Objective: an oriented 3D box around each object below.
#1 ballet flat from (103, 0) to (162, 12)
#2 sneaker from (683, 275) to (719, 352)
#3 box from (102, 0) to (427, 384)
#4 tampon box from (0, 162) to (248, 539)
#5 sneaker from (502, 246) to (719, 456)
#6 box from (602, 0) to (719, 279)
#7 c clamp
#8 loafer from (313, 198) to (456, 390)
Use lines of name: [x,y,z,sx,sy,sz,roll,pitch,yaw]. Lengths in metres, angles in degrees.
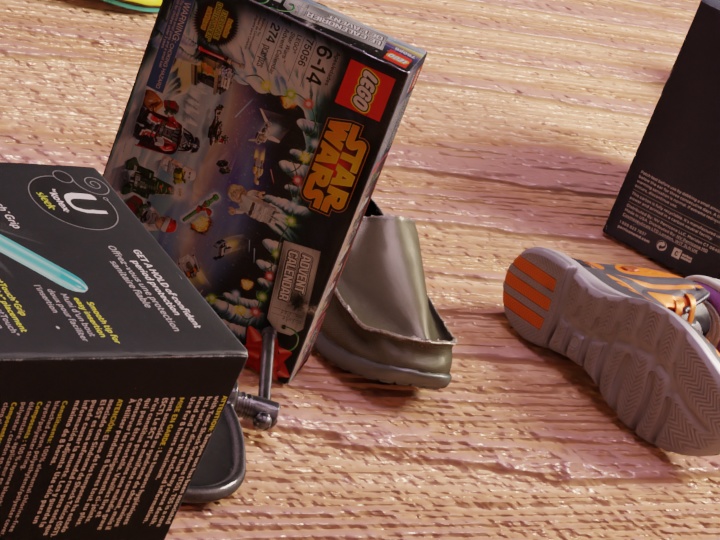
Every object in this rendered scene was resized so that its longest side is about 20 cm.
ballet flat: [-0.201,-0.224,1.933,0.200,0.067,0.067,6,26,-37]
sneaker: [0.283,0.060,1.727,0.100,0.075,0.200,0,31,-42]
box: [-0.063,-0.054,1.482,0.137,0.200,0.040,24,27,7]
tampon box: [-0.183,0.042,1.215,0.200,0.126,0.150,1,35,-40]
sneaker: [0.185,0.042,1.670,0.112,0.078,0.200,1,30,-41]
box: [0.279,-0.101,1.957,0.104,0.182,0.200,29,22,17]
c clamp: [-0.130,0.059,1.395,0.200,0.027,0.171,16,29,-17]
loafer: [0.000,0.000,1.595,0.075,0.070,0.200,9,25,-32]
